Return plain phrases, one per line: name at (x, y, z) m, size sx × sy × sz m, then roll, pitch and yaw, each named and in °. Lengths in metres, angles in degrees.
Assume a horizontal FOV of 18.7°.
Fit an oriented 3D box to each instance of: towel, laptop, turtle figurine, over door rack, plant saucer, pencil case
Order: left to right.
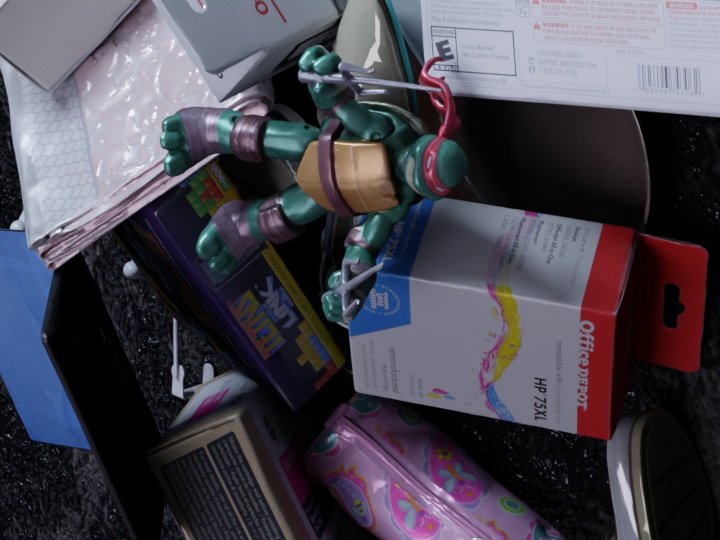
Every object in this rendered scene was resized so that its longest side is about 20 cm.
laptop at (-0.209, 0.080, 1.426) m, size 0.115 × 0.201 × 0.188 m, roll -16°, pitch 119°, yaw 8°
over door rack at (-0.191, -0.002, 1.642) m, size 0.147 × 0.066 × 0.202 m, roll 19°, pitch 127°, yaw 41°
towel at (-0.146, -0.123, 1.380) m, size 0.190 × 0.032 × 0.201 m, roll -33°, pitch 46°, yaw 18°
turtle figurine at (-0.013, -0.050, 1.191) m, size 0.199 × 0.100 × 0.151 m, roll -2°, pitch 101°, yaw 39°
pencil case at (0.056, 0.162, 1.453) m, size 0.200 × 0.087 × 0.088 m, roll 39°, pitch 138°, yaw 27°
plant saucer at (0.099, -0.082, 1.290) m, size 0.199 × 0.032 × 0.202 m, roll 27°, pitch 132°, yaw 34°

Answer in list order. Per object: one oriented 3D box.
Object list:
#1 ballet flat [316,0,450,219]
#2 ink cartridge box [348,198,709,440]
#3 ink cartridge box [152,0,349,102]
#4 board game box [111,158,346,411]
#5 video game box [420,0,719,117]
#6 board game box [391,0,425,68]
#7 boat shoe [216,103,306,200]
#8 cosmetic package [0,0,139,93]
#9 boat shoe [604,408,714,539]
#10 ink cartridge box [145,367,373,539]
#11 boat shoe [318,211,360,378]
ballet flat at (0.009, -0.078, 1.268) m, size 0.069 × 0.069 × 0.201 m, roll 23°, pitch 146°, yaw 38°
ink cartridge box at (0.095, 0.028, 1.259) m, size 0.198 × 0.068 × 0.117 m, roll 10°, pitch 140°, yaw 14°
ink cartridge box at (-0.059, -0.179, 1.264) m, size 0.116 × 0.199 × 0.068 m, roll 56°, pitch 142°, yaw 4°
board game box at (-0.111, -0.016, 1.450) m, size 0.165 × 0.057 × 0.201 m, roll 35°, pitch 163°, yaw 49°
video game box at (0.119, -0.178, 1.132) m, size 0.198 × 0.047 × 0.184 m, roll 8°, pitch 114°, yaw 32°
board game box at (0.062, -0.234, 1.197) m, size 0.199 × 0.026 × 0.201 m, roll -34°, pitch 87°, yaw 38°
boat shoe at (-0.084, -0.078, 1.437) m, size 0.201 × 0.060 × 0.073 m, roll 31°, pitch 134°, yaw 54°
cosmetic package at (-0.223, -0.216, 1.436) m, size 0.073 × 0.104 × 0.200 m, roll 40°, pitch -172°, yaw -41°
boat shoe at (0.179, 0.177, 1.337) m, size 0.068 × 0.075 × 0.202 m, roll 1°, pitch 116°, yaw 42°
ink cartridge box at (-0.064, 0.161, 1.507) m, size 0.075 × 0.200 × 0.166 m, roll -24°, pitch 97°, yaw 10°
boat shoe at (0.000, 0.000, 1.431) m, size 0.075 × 0.060 × 0.201 m, roll 34°, pitch 136°, yaw 29°
